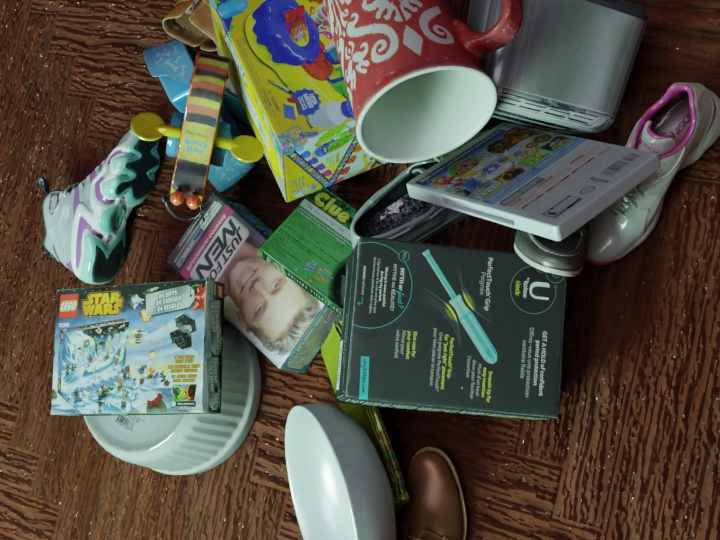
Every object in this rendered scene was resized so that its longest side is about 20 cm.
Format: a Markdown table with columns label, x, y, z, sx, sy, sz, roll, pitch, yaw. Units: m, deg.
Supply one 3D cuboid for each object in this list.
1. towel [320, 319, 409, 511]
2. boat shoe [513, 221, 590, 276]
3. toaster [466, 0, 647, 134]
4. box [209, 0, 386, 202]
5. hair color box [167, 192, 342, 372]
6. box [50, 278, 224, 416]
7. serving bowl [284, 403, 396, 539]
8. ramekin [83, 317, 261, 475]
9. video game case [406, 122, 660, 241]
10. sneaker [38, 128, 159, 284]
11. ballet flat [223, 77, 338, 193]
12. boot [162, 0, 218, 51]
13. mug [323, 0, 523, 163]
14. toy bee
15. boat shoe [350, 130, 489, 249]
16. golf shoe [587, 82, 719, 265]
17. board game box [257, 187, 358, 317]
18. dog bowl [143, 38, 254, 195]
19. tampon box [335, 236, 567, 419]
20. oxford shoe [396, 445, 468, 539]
| label | x | y | z | sx | sy | sz | roll | pitch | yaw |
| --- | --- | --- | --- | --- | --- | --- | --- | --- | --- |
| towel | -0.001 | 0.157 | 1.245 | 0.086 | 0.018 | 0.202 | 123 | 131 | -58 |
| boat shoe | 0.182 | -0.051 | 1.123 | 0.066 | 0.200 | 0.058 | 11 | 110 | 6 |
| toaster | 0.175 | -0.210 | 1.168 | 0.198 | 0.114 | 0.131 | 12 | 91 | -17 |
| box | -0.031 | -0.213 | 1.258 | 0.191 | 0.122 | 0.201 | -23 | 69 | -11 |
| hair color box | -0.113 | 0.012 | 1.334 | 0.200 | 0.060 | 0.100 | 40 | 99 | 26 |
| box | -0.238 | 0.084 | 1.276 | 0.198 | 0.040 | 0.138 | -4 | 80 | 26 |
| serving bowl | -0.012 | 0.225 | 1.199 | 0.065 | 0.200 | 0.202 | -13 | 70 | -20 |
| ramekin | -0.220 | 0.126 | 1.341 | 0.198 | 0.105 | 0.202 | -5 | 79 | 25 |
| video game case | 0.158 | -0.089 | 1.128 | 0.143 | 0.018 | 0.199 | -34 | 33 | -27 |
| sneaker | -0.333 | -0.098 | 1.453 | 0.139 | 0.078 | 0.202 | 24 | 92 | 27 |
| ballet flat | -0.079 | -0.167 | 1.349 | 0.200 | 0.072 | 0.072 | 43 | 100 | 24 |
| boot | -0.116 | -0.303 | 1.349 | 0.199 | 0.074 | 0.155 | 12 | 51 | 40 |
| mug | 0.054 | -0.227 | 1.126 | 0.176 | 0.134 | 0.201 | -18 | 60 | -1 |
| toy bee | -0.165 | -0.117 | 1.246 | 0.129 | 0.202 | 0.109 | -7 | 33 | 4 |
| boat shoe | 0.074 | -0.080 | 1.229 | 0.200 | 0.072 | 0.070 | -37 | 68 | -3 |
| golf shoe | 0.266 | -0.097 | 1.147 | 0.075 | 0.091 | 0.201 | 36 | 99 | 25 |
| board game box | 0.000 | 0.000 | 1.259 | 0.199 | 0.024 | 0.105 | 36 | 72 | 18 |
| dog bowl | -0.183 | -0.183 | 1.380 | 0.049 | 0.112 | 0.201 | -31 | 68 | 4 |
| tampon box | 0.083 | 0.059 | 1.146 | 0.198 | 0.126 | 0.152 | 6 | 82 | -5 |
| oxford shoe | 0.062 | 0.275 | 1.193 | 0.071 | 0.071 | 0.202 | -3 | 77 | 29 |
